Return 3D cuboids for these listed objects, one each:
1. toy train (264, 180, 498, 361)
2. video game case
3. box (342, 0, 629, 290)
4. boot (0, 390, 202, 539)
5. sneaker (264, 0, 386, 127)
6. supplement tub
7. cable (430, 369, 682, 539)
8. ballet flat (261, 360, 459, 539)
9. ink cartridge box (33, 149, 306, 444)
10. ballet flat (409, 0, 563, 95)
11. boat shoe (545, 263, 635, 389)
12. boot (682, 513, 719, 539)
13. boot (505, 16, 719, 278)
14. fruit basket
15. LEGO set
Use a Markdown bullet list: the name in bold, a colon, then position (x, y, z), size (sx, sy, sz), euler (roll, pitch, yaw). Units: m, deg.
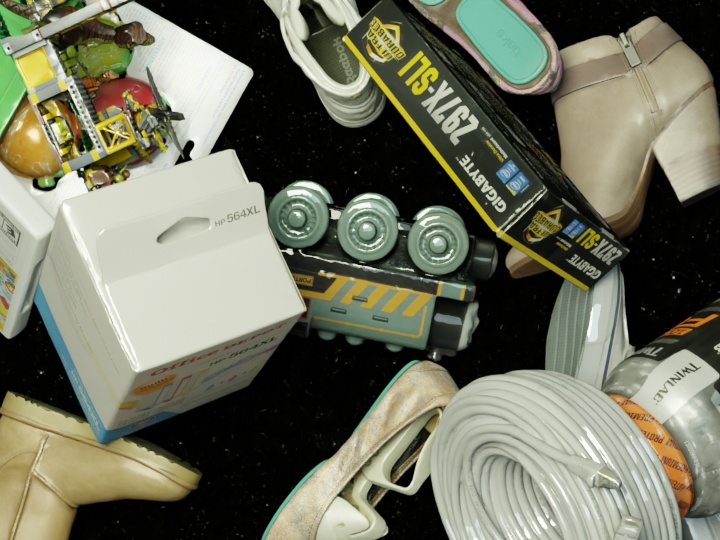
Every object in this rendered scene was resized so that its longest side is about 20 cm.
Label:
- **toy train**: position (0.000, 0.000, 1.079), size (0.199, 0.085, 0.115), euler (11, 98, 0)
- **video game case**: position (-0.305, -0.060, 1.048), size (0.200, 0.182, 0.023), euler (46, 59, 5)
- **box**: position (0.089, -0.087, 1.006), size (0.049, 0.160, 0.200), euler (-42, 61, 12)
- **boot**: position (-0.227, 0.211, 1.074), size (0.174, 0.066, 0.201), euler (18, 85, 16)
- **sneaker**: position (-0.038, -0.211, 1.080), size (0.073, 0.116, 0.201), euler (-29, 83, 1)
- **supplement tub**: position (0.253, 0.091, 1.005), size (0.199, 0.123, 0.123), euler (-28, 84, -27)
- **cable**: position (0.128, 0.161, 0.979), size (0.069, 0.201, 0.200), euler (-21, 43, -29)
- **ballet flat**: position (0.005, 0.155, 1.060), size (0.067, 0.068, 0.200), euler (38, 89, 35)
- **ink cartridge box**: position (-0.134, 0.017, 0.986), size (0.128, 0.200, 0.126), euler (-21, 77, -24)
- **ballet flat**: position (0.083, -0.206, 1.092), size (0.069, 0.071, 0.200), euler (-42, 74, 9)
- **boat shoe**: position (0.178, 0.086, 1.075), size (0.066, 0.074, 0.201), euler (10, 90, -17)
- **boot**: position (0.295, 0.223, 1.056), size (0.095, 0.074, 0.201), euler (-26, 93, -7)
- **boot**: position (0.178, -0.098, 1.092), size (0.199, 0.070, 0.147), euler (-24, 76, 2)
- **fruit basket**: position (-0.212, -0.123, 1.104), size (0.199, 0.094, 0.186), euler (29, 86, -11)
- **LEGO set**: position (-0.170, -0.159, 0.986), size (0.115, 0.154, 0.201), euler (-23, 90, 6)
